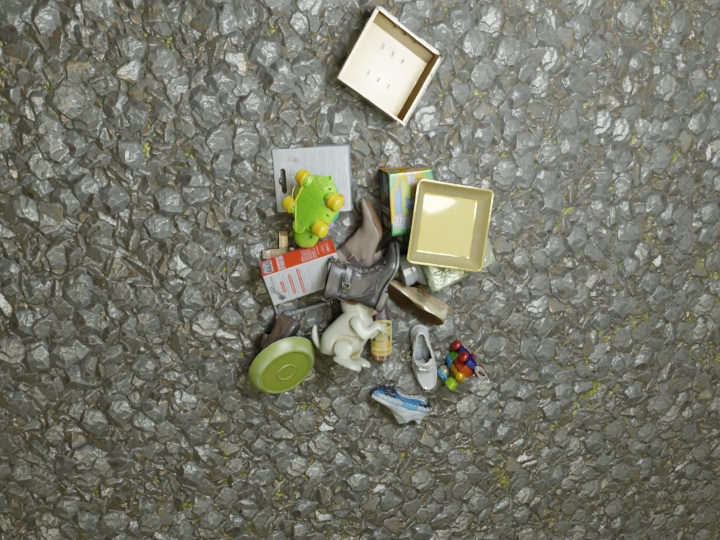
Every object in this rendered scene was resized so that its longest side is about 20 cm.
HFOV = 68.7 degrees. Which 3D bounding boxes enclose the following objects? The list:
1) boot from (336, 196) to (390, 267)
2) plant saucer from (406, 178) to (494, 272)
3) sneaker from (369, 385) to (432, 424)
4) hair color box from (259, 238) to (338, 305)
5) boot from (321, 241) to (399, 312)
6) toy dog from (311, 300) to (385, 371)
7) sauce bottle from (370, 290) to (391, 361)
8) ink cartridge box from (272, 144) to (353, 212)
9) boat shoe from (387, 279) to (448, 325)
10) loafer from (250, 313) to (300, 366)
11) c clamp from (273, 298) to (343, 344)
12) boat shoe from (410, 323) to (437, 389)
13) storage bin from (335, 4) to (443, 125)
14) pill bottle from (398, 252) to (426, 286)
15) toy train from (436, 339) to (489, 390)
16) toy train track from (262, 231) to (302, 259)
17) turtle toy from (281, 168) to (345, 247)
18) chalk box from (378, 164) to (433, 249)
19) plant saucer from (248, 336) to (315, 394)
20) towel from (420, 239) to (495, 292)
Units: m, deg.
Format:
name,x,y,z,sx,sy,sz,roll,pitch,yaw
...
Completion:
name,x,y,z,sx,sy,sz,roll,pitch,yaw
boot,-0.002,-0.074,1.394,0.144,0.070,0.203,-23,100,17
plant saucer,0.216,-0.110,1.299,0.195,0.048,0.205,7,97,-9
sneaker,0.111,0.406,1.549,0.196,0.075,0.088,22,106,-15
hair color box,-0.152,0.004,1.375,0.196,0.065,0.112,-19,135,-7
boot,0.000,0.000,1.327,0.170,0.069,0.205,19,85,-6
toy dog,-0.020,0.142,1.409,0.191,0.139,0.204,20,90,26
sauce bottle,0.056,0.149,1.472,0.064,0.066,0.205,-6,106,-9
ink cartridge box,-0.120,-0.236,1.357,0.195,0.057,0.167,1,106,11
boat shoe,0.157,0.077,1.477,0.198,0.071,0.065,34,62,-9
loafer,-0.240,0.196,1.430,0.071,0.073,0.201,42,104,12
c clamp,-0.138,0.126,1.449,0.195,0.027,0.175,-10,106,-7
boat shoe,0.180,0.260,1.518,0.069,0.069,0.205,-12,105,5
storage bin,0.070,-0.499,1.286,0.197,0.094,0.201,29,98,-16
pill bottle,0.199,-0.031,1.425,0.196,0.112,0.115,-20,108,-4
toy train,0.285,0.294,1.485,0.084,0.201,0.116,40,100,-17
toy train track,-0.161,-0.045,1.396,0.195,0.033,0.118,-3,105,-11
turtle toy,-0.114,-0.146,1.305,0.145,0.101,0.202,39,112,19
chalk box,0.122,-0.162,1.371,0.121,0.125,0.205,-8,107,-8
plant saucer,-0.204,0.266,1.422,0.196,0.031,0.203,-20,134,-22
towel,0.241,-0.045,1.354,0.197,0.036,0.151,-26,94,-4
